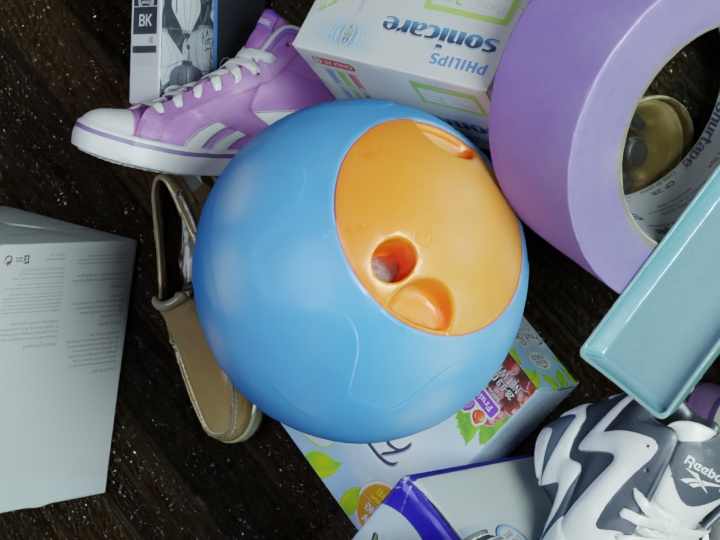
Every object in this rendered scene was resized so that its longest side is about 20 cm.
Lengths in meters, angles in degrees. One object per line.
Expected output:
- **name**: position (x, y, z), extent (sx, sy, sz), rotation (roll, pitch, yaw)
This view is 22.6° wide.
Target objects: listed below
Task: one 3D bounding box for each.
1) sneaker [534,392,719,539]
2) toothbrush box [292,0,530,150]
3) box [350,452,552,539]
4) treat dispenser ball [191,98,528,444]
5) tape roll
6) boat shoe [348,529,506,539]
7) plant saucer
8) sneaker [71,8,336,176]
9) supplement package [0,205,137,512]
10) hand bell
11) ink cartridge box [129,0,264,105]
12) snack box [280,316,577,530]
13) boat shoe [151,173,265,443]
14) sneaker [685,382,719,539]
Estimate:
- **sneaker**: position (0.166, 0.144, 1.004), extent (0.129, 0.079, 0.201), rotation (-41, 30, 38)
- **toothbrush box**: position (0.073, -0.186, 1.100), extent (0.145, 0.086, 0.201), rotation (18, 74, 33)
- **box**: position (0.052, 0.221, 1.119), extent (0.105, 0.183, 0.201), rotation (49, 116, 24)
- **treat dispenser ball**: position (0.000, 0.000, 1.061), extent (0.199, 0.200, 0.204), rotation (1, 93, 34)
- **tape roll**: position (0.176, -0.087, 1.003), extent (0.085, 0.198, 0.202), rotation (41, 115, 51)
- **boat shoe**: position (0.003, 0.184, 1.005), extent (0.200, 0.070, 0.067), rotation (-39, 72, 36)
- **plant saucer**: position (0.201, -0.016, 0.958), extent (0.201, 0.019, 0.070), rotation (-53, 48, 3)
- **sneaker**: position (-0.096, -0.121, 1.213), extent (0.073, 0.198, 0.116), rotation (25, 111, 61)
- **supplement package**: position (-0.283, 0.063, 1.363), extent (0.149, 0.151, 0.202), rotation (14, 100, 33)
- **hand bell**: position (0.106, -0.098, 1.145), extent (0.200, 0.103, 0.105), rotation (35, 111, 42)
- **ink cartridge box**: position (-0.113, -0.215, 1.265), extent (0.039, 0.099, 0.203), rotation (4, 95, 45)
- **snack box**: position (0.020, 0.058, 1.204), extent (0.169, 0.067, 0.201), rotation (-47, 66, 24)
- **boat shoe**: position (-0.120, 0.027, 1.295), extent (0.071, 0.076, 0.202), rotation (-16, 83, 33)
- **sneaker**: position (0.198, 0.168, 1.094), extent (0.087, 0.075, 0.203), rotation (7, 90, 44)
